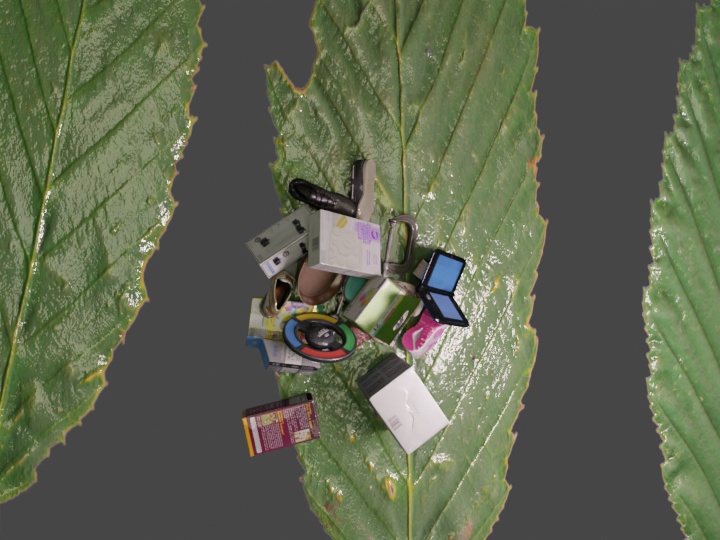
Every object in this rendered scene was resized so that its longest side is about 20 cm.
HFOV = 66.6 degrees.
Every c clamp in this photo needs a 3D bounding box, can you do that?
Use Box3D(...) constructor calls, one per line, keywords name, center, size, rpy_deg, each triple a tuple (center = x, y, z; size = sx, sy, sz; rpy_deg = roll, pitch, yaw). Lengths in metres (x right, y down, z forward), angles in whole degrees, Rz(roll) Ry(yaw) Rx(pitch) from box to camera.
Box3D(name="c clamp", center=(0.100, -0.068, 1.560), size=(0.170, 0.027, 0.201), rpy_deg=(17, 85, -38))

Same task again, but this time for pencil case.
Box3D(name="pencil case", center=(0.089, 0.123, 1.567), size=(0.078, 0.089, 0.201), rpy_deg=(17, 94, -43))

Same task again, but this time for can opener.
Box3D(name="can opener", center=(-0.061, 0.144, 1.556), size=(0.067, 0.053, 0.201), rpy_deg=(17, 90, -10))

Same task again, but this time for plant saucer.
Box3D(name="plant saucer", center=(-0.105, 0.001, 1.500), size=(0.200, 0.034, 0.201), rpy_deg=(-30, 134, -36))

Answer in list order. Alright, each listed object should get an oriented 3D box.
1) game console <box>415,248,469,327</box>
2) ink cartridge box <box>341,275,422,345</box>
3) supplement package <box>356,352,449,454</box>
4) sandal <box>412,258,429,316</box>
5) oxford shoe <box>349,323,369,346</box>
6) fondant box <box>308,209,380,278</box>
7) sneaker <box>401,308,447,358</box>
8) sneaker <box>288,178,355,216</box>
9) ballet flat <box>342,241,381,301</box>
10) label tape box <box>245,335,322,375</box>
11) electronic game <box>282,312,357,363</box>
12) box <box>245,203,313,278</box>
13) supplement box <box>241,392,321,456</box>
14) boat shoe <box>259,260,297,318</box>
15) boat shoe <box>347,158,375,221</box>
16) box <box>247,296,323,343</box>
Box3D(name="game console", center=(0.255, 0.054, 1.531), size=(0.118, 0.200, 0.171), rpy_deg=(-42, 59, 24))
Box3D(name="ink cartridge box", center=(0.053, 0.096, 1.424), size=(0.076, 0.200, 0.148), rpy_deg=(41, 81, -21))
Box3D(name="supplement package", center=(0.111, 0.363, 1.524), size=(0.147, 0.200, 0.192), rpy_deg=(-35, 97, -7))
Box3D(name="sandal", center=(0.176, 0.031, 1.586), size=(0.059, 0.079, 0.207), rpy_deg=(22, 90, -12))
Box3D(name="oxford shoe", center=(0.012, 0.123, 1.560), size=(0.070, 0.075, 0.201), rpy_deg=(29, 85, -22))
Box3D(name="fondant box", center=(-0.040, -0.066, 1.436), size=(0.199, 0.058, 0.145), rpy_deg=(11, 71, -38))
Box3D(name="sneaker", center=(0.196, 0.179, 1.601), size=(0.200, 0.088, 0.081), rpy_deg=(-38, 57, -23))
Box3D(name="sneaker", center=(-0.109, -0.194, 1.503), size=(0.199, 0.091, 0.076), rpy_deg=(20, 95, -2))
Box3D(name="ballet flat", center=(0.000, 0.000, 1.551), size=(0.072, 0.072, 0.201), rpy_deg=(29, 76, -11))
Box3D(name="label tape box", center=(-0.214, 0.233, 1.479), size=(0.199, 0.144, 0.064), rpy_deg=(9, 69, -11))
Box3D(name="electronic game", center=(-0.106, 0.174, 1.439), size=(0.199, 0.200, 0.042), rpy_deg=(10, 118, -11))
Box3D(name="box", center=(-0.198, -0.081, 1.484), size=(0.200, 0.117, 0.060), rpy_deg=(-36, 136, -8))
Box3D(name="supplement box", center=(-0.219, 0.425, 1.519), size=(0.199, 0.086, 0.111), rpy_deg=(-12, 94, -10))
Box3D(name="boat shoe", center=(-0.207, 0.034, 1.483), size=(0.075, 0.068, 0.201), rpy_deg=(30, 60, -31))
Box3D(name="boat shoe", center=(-0.003, -0.217, 1.562), size=(0.062, 0.073, 0.201), rpy_deg=(11, 97, 31))
Box3D(name="box", center=(-0.209, 0.140, 1.531), size=(0.199, 0.048, 0.118), rpy_deg=(7, 90, -9))
